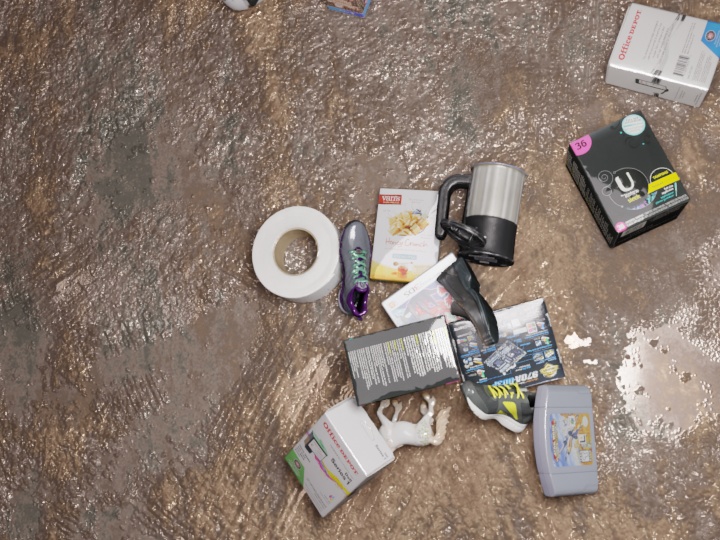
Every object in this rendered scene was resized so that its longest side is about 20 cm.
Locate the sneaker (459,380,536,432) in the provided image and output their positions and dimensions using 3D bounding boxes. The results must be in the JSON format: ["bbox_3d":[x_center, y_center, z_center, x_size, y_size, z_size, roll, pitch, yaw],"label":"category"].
[{"bbox_3d":[0.267,0.238,1.343,0.085,0.199,0.075,-45,41,21],"label":"sneaker"}]

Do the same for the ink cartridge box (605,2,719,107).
[{"bbox_3d":[0.620,-0.438,1.450,0.198,0.084,0.148,21,84,17],"label":"ink cartridge box"}]

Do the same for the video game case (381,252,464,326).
[{"bbox_3d":[0.170,0.097,1.456,0.181,0.023,0.201,-35,86,4],"label":"video game case"}]

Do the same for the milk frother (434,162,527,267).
[{"bbox_3d":[0.243,-0.123,1.405,0.178,0.200,0.191,11,81,-5],"label":"milk frother"}]

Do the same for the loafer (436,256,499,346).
[{"bbox_3d":[0.209,0.069,1.379,0.072,0.073,0.201,-32,46,15],"label":"loafer"}]

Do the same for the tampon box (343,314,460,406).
[{"bbox_3d":[0.083,0.174,1.373,0.197,0.150,0.128,-14,82,5],"label":"tampon box"}]

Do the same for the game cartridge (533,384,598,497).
[{"bbox_3d":[0.384,0.317,1.337,0.041,0.132,0.203,-17,70,54],"label":"game cartridge"}]

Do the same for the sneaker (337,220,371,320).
[{"bbox_3d":[0.000,0.000,1.473,0.073,0.087,0.203,-4,103,-22],"label":"sneaker"}]

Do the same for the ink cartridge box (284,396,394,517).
[{"bbox_3d":[-0.044,0.364,1.387,0.145,0.083,0.200,53,133,17],"label":"ink cartridge box"}]

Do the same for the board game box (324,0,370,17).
[{"bbox_3d":[-0.029,-0.699,1.595,0.096,0.200,0.161,19,83,17],"label":"board game box"}]

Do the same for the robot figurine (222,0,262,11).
[{"bbox_3d":[-0.250,-0.703,1.690,0.198,0.150,0.126,-27,96,6],"label":"robot figurine"}]

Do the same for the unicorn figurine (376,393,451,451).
[{"bbox_3d":[0.079,0.321,1.421,0.198,0.074,0.139,-15,52,30],"label":"unicorn figurine"}]

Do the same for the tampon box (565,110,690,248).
[{"bbox_3d":[0.515,-0.175,1.390,0.149,0.126,0.202,-25,74,6],"label":"tampon box"}]

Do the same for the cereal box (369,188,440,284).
[{"bbox_3d":[0.101,-0.072,1.519,0.142,0.040,0.203,4,80,12],"label":"cereal box"}]

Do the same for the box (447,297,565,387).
[{"bbox_3d":[0.286,0.156,1.406,0.198,0.046,0.161,-16,87,7],"label":"box"}]

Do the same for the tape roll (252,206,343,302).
[{"bbox_3d":[-0.131,-0.033,1.550,0.200,0.071,0.205,-3,78,12],"label":"tape roll"}]
